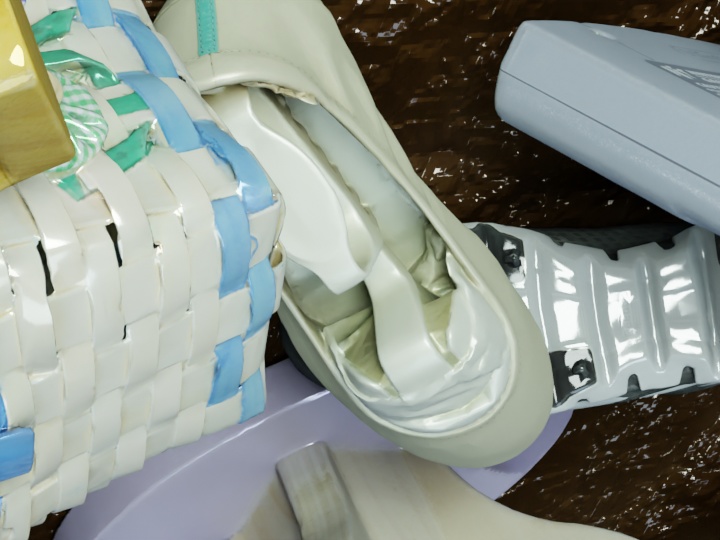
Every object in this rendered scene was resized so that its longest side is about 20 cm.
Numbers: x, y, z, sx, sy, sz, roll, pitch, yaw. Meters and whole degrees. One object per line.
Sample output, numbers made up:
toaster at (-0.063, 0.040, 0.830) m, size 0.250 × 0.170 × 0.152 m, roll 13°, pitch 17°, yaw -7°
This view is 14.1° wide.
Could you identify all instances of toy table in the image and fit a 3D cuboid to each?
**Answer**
toy table at (0.001, 0.110, 1.013) m, size 0.200 × 0.117 × 0.184 m, roll -34°, pitch 144°, yaw 11°

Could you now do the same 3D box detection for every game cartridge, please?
game cartridge at (0.138, -0.034, 0.891) m, size 0.200 × 0.133 × 0.041 m, roll 5°, pitch 114°, yaw -47°

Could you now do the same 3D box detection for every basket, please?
basket at (-0.134, -0.006, 0.744) m, size 0.200 × 0.176 × 0.139 m, roll -23°, pitch 143°, yaw -18°

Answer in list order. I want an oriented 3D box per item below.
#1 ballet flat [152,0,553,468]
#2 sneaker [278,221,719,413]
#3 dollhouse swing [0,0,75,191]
ballet flat at (0.000, 0.000, 0.856) m, size 0.069 × 0.069 × 0.200 m, roll -31°, pitch 120°, yaw 9°
sneaker at (0.073, 0.017, 0.975) m, size 0.200 × 0.067 × 0.091 m, roll -6°, pitch 173°, yaw -1°
dollhouse swing at (-0.186, -0.071, 0.610) m, size 0.200 × 0.182 × 0.176 m, roll -22°, pitch 145°, yaw -2°
